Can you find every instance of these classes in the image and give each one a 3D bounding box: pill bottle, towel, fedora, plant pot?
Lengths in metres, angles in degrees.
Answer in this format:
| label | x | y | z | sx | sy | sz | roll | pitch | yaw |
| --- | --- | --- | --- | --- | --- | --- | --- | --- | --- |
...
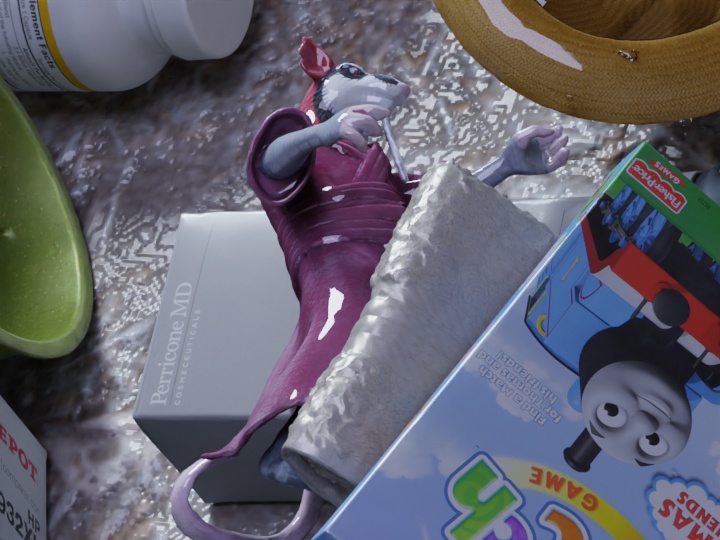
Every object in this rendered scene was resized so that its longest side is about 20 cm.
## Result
| label | x | y | z | sx | sy | sz | roll | pitch | yaw |
| --- | --- | --- | --- | --- | --- | --- | --- | --- | --- |
| pill bottle | -0.156 | -0.139 | 1.324 | 0.200 | 0.104 | 0.104 | 2 | 57 | 25 |
| towel | 0.077 | 0.064 | 0.984 | 0.034 | 0.200 | 0.133 | -26 | 33 | 59 |
| fedora | 0.124 | -0.136 | 1.185 | 0.200 | 0.082 | 0.201 | 0 | 65 | -1 |
| plant pot | -0.256 | -0.007 | 1.234 | 0.190 | 0.200 | 0.200 | -29 | 48 | 17 |

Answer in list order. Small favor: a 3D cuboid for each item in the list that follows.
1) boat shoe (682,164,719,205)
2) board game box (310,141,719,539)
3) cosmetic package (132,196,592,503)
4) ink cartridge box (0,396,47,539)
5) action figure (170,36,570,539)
| label | x | y | z | sx | sy | sz | roll | pitch | yaw |
| --- | --- | --- | --- | --- | --- | --- | --- | --- | --- |
| boat shoe | 0.148 | 0.037 | 1.080 | 0.062 | 0.073 | 0.200 | -9 | 48 | 23 |
| board game box | 0.096 | 0.073 | 0.935 | 0.151 | 0.037 | 0.200 | 41 | 61 | 0 |
| cosmetic package | 0.017 | 0.035 | 1.132 | 0.200 | 0.090 | 0.107 | -2 | 59 | 19 |
| ink cartridge box | -0.192 | 0.129 | 1.114 | 0.084 | 0.145 | 0.200 | -16 | 51 | 13 |
| action figure | 0.000 | 0.000 | 1.064 | 0.149 | 0.134 | 0.200 | -40 | 48 | 31 |
